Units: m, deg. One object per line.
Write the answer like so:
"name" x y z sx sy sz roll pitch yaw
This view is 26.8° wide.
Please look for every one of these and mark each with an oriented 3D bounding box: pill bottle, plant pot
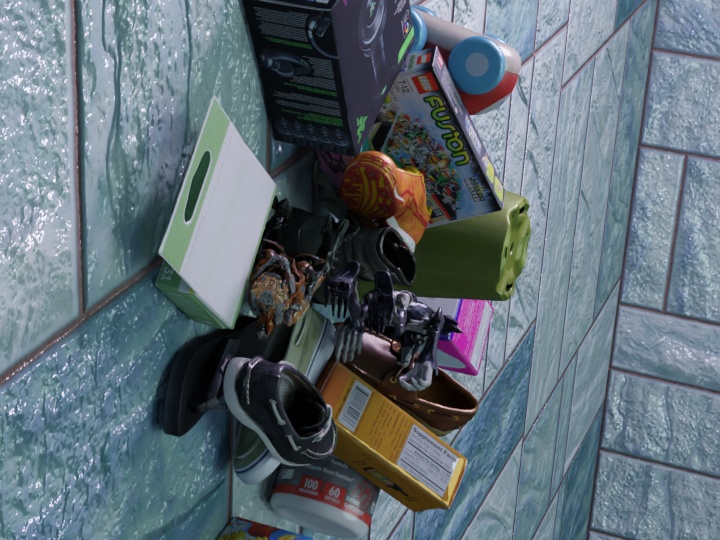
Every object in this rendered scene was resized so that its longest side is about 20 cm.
"pill bottle" -0.019 0.187 1.690 0.116 0.114 0.202 61 44 -63
"plant pot" 0.096 -0.041 1.774 0.200 0.188 0.203 13 90 -72

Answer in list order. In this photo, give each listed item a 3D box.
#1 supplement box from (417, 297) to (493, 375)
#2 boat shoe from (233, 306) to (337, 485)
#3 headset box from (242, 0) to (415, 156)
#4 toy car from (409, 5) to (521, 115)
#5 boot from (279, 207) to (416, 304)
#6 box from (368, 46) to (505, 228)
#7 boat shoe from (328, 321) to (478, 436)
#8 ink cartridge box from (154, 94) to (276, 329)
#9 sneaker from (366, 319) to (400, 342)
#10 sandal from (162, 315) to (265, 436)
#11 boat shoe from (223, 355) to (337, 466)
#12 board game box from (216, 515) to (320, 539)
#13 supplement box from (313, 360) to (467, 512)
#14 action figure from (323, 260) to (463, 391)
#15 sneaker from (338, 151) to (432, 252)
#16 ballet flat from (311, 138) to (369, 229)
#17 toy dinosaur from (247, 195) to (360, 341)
"supplement box" 0.103 0.061 1.992 0.200 0.100 0.105 53 51 -67
"boat shoe" -0.089 0.122 1.546 0.062 0.072 0.202 42 54 -29
"headset box" -0.025 -0.235 1.452 0.201 0.092 0.175 80 29 -49
"toy car" 0.068 -0.180 1.672 0.184 0.175 0.202 -47 158 -77
"boot" 0.000 0.000 1.607 0.200 0.129 0.069 54 51 -65
"box" 0.068 -0.136 1.604 0.201 0.109 0.035 59 30 -35
"boat shoe" 0.045 0.110 1.640 0.199 0.067 0.073 33 57 -22
"ink cartridge box" -0.136 -0.049 1.307 0.200 0.047 0.147 54 50 -65
"sneaker" 0.010 0.131 1.812 0.098 0.070 0.203 46 56 -68
"sandal" -0.129 0.093 1.421 0.200 0.042 0.077 -44 142 -59
"boat shoe" -0.061 0.137 1.451 0.200 0.060 0.075 52 44 -52
"board game box" -0.060 0.341 1.532 0.105 0.198 0.104 -51 147 -54
"supplement box" 0.018 0.179 1.607 0.200 0.066 0.069 41 60 -21
"action figure" 0.028 0.062 1.550 0.200 0.118 0.103 39 68 -61
"sneaker" 0.028 -0.083 1.538 0.078 0.072 0.200 -65 164 -12
"ballet flat" -0.013 -0.091 1.609 0.201 0.070 0.070 68 32 -58
"toy dinosaur" -0.078 0.004 1.465 0.137 0.101 0.200 -70 -163 -9
